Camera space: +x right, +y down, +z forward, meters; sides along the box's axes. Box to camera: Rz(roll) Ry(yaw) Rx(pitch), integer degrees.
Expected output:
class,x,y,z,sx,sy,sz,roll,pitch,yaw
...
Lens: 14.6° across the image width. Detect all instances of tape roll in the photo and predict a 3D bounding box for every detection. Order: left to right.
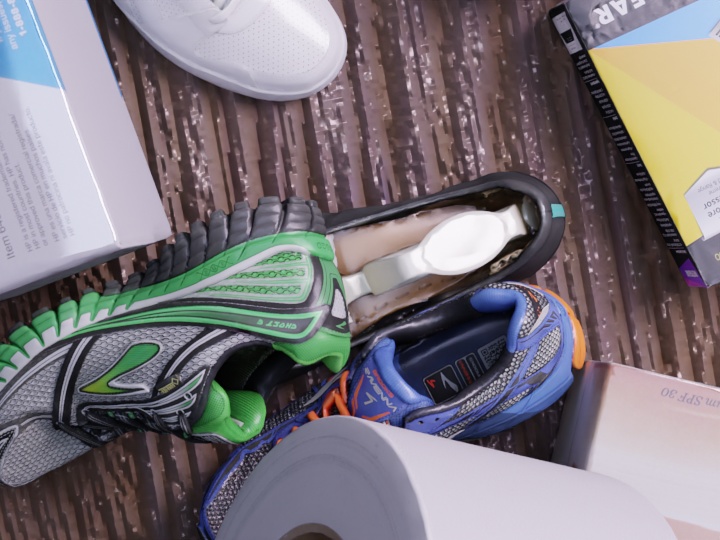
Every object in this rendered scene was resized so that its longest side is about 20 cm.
class,x,y,z,sx,sy,sz,roll,pitch,yaw
tape roll,0.030,0.172,1.187,0.139,0.202,0.204,15,88,-30

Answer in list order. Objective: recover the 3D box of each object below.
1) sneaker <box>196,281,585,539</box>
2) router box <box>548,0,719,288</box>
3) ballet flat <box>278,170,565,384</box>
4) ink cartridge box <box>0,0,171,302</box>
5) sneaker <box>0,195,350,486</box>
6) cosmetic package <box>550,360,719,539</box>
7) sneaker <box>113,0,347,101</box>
class,x,y,z,sx,sy,sz,roll,pitch,yaw
sneaker,0.007,0.063,1.270,0.200,0.078,0.075,-37,67,-1
router box,0.210,-0.103,1.314,0.199,0.051,0.150,-28,93,-5
ballet flat,0.000,0.000,1.287,0.199,0.068,0.068,-23,90,-5
ink cartridge box,-0.207,-0.045,1.215,0.199,0.146,0.147,-20,91,6
sneaker,-0.093,0.046,1.241,0.199,0.078,0.086,-30,67,24
cosmetic package,0.130,0.148,1.286,0.103,0.087,0.201,12,88,-6
sneaker,-0.087,-0.149,1.259,0.200,0.116,0.074,37,84,-5
